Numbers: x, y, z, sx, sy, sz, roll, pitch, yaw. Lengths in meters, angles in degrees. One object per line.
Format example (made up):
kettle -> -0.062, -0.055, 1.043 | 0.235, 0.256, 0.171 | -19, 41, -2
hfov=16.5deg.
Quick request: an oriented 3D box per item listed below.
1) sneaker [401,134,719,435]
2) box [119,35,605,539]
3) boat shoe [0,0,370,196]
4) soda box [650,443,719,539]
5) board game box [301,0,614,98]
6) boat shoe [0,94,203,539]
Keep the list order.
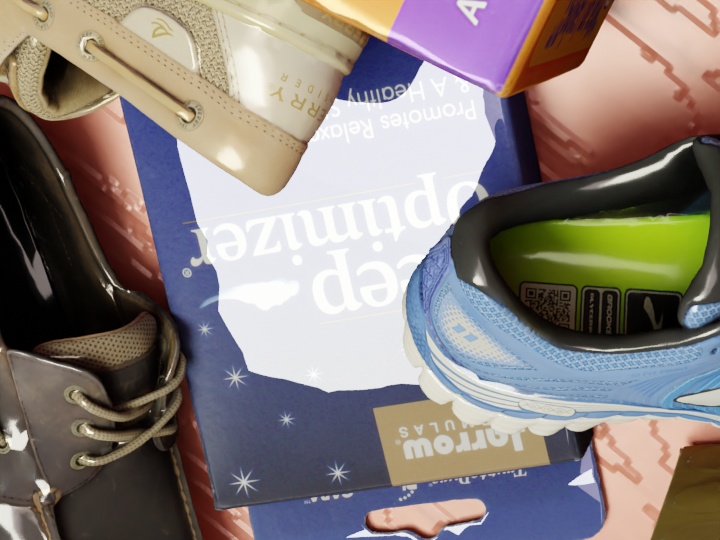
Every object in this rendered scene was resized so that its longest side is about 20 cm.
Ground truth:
sneaker -> 0.113, 0.009, 0.682 | 0.199, 0.089, 0.079 | -1, 70, -3
box -> 0.000, 0.000, 0.762 | 0.121, 0.032, 0.201 | -9, 103, 16
boat shoe -> -0.089, -0.078, 0.706 | 0.200, 0.071, 0.065 | 24, 90, 37
soda box -> 0.111, 0.107, 0.672 | 0.067, 0.200, 0.064 | -6, 104, 16
board game box -> 0.001, -0.178, 0.607 | 0.199, 0.200, 0.200 | 26, 100, 6
boat shoe -> -0.095, 0.037, 0.762 | 0.073, 0.074, 0.201 | -21, 100, 44
